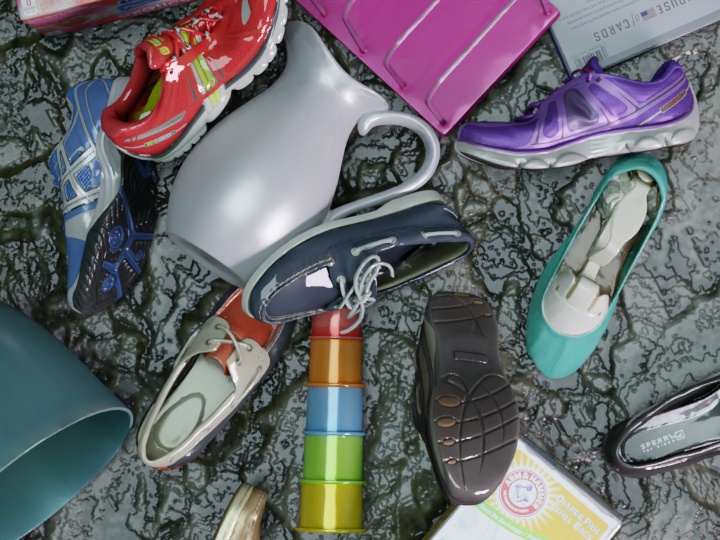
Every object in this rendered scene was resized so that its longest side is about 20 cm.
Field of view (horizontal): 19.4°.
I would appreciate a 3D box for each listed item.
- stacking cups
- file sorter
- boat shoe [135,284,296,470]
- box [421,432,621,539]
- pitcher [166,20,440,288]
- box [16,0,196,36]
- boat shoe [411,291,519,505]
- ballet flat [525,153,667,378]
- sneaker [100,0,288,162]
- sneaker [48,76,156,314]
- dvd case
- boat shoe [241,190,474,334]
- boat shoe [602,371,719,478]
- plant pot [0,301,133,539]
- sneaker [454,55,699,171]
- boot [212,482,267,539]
[{"bbox_3d":[-0.025,0.115,1.729,0.060,0.061,0.200,-1,84,4],"label":"stacking cups"},{"bbox_3d":[0.036,-0.233,1.683,0.200,0.125,0.139,43,92,12],"label":"file sorter"},{"bbox_3d":[-0.117,0.079,1.731,0.071,0.063,0.200,36,90,6],"label":"boat shoe"},{"bbox_3d":[0.104,0.238,1.689,0.112,0.101,0.200,41,92,4],"label":"box"},{"bbox_3d":[-0.047,-0.075,1.706,0.172,0.121,0.200,34,80,2],"label":"pitcher"},{"bbox_3d":[-0.185,-0.269,1.729,0.200,0.095,0.103,-12,87,4],"label":"box"},{"bbox_3d":[0.080,0.109,1.672,0.074,0.073,0.200,10,47,-11],"label":"boat shoe"},{"bbox_3d":[0.188,-0.006,1.704,0.067,0.070,0.200,27,91,4],"label":"ballet flat"},{"bbox_3d":[-0.131,-0.170,1.651,0.200,0.085,0.077,-54,49,15],"label":"sneaker"},{"bbox_3d":[-0.217,-0.064,1.747,0.077,0.076,0.200,10,90,28],"label":"sneaker"},{"bbox_3d":[0.203,-0.274,1.734,0.150,0.025,0.200,-23,87,3],"label":"dvd case"},{"bbox_3d":[0.000,0.000,1.685,0.200,0.075,0.062,-21,53,-29],"label":"boat shoe"},{"bbox_3d":[0.291,0.117,1.699,0.200,0.057,0.067,-24,87,4],"label":"boat shoe"},{"bbox_3d":[-0.310,0.117,1.685,0.201,0.201,0.161,-42,75,2],"label":"plant pot"},{"bbox_3d":[0.171,-0.128,1.706,0.200,0.081,0.084,-11,95,-5],"label":"sneaker"},{"bbox_3d":[-0.056,0.283,1.712,0.155,0.073,0.200,13,93,8],"label":"boot"}]
